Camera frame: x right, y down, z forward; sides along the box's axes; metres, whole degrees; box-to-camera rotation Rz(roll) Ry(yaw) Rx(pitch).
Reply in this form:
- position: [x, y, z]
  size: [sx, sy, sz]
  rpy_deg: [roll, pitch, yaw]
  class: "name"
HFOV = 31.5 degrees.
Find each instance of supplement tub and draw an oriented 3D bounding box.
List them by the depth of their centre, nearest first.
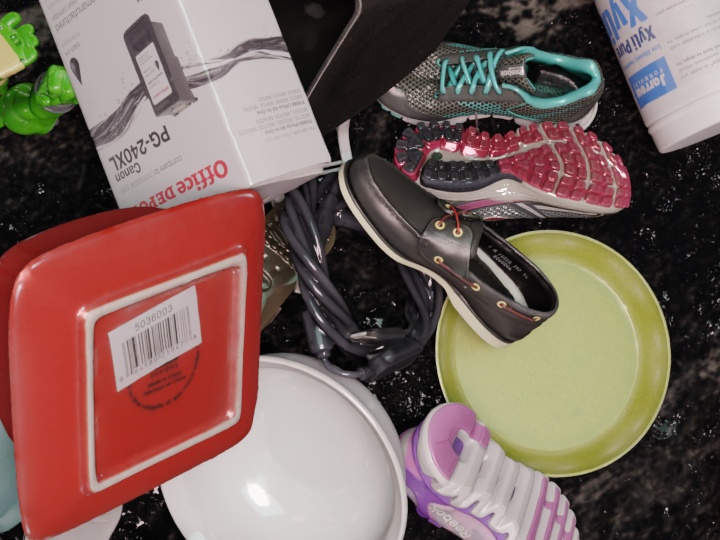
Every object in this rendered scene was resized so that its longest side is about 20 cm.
- position: [0.268, -0.214, 1.057]
  size: [0.131, 0.132, 0.201]
  rpy_deg: [-20, 85, -11]
  class: "supplement tub"

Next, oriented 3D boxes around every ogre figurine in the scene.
- position: [-0.307, -0.141, 0.967]
  size: [0.199, 0.120, 0.099]
  rpy_deg: [-12, 80, -11]
  class: "ogre figurine"

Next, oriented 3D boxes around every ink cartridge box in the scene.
- position: [-0.126, -0.135, 0.894]
  size: [0.083, 0.145, 0.201]
  rpy_deg: [-21, 89, -46]
  class: "ink cartridge box"

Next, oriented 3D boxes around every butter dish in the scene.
- position: [-0.171, 0.038, 0.834]
  size: [0.199, 0.147, 0.201]
  rpy_deg: [-22, 128, -43]
  class: "butter dish"

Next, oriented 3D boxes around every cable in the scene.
- position: [0.000, 0.000, 0.974]
  size: [0.051, 0.200, 0.164]
  rpy_deg: [-28, 86, 29]
  class: "cable"

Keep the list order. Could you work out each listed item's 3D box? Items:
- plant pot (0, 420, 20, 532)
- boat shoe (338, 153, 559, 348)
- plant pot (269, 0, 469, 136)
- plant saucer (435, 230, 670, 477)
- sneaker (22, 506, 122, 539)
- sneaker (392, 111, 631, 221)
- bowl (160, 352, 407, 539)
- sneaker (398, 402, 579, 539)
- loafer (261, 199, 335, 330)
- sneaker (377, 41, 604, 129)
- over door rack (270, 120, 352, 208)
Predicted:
- position: [-0.287, 0.106, 0.914]
  size: [0.134, 0.200, 0.201]
  rpy_deg: [36, 77, -28]
  class: "plant pot"
- position: [0.069, -0.024, 0.979]
  size: [0.201, 0.063, 0.074]
  rpy_deg: [42, 40, -15]
  class: "boat shoe"
- position: [-0.018, -0.232, 0.944]
  size: [0.177, 0.200, 0.200]
  rpy_deg: [-23, 74, -32]
  class: "plant pot"
- position: [0.156, 0.068, 1.052]
  size: [0.198, 0.031, 0.202]
  rpy_deg: [1, 81, -8]
  class: "plant saucer"
- position: [-0.239, 0.222, 0.953]
  size: [0.073, 0.112, 0.201]
  rpy_deg: [26, 44, -29]
  class: "sneaker"
- position: [0.122, -0.075, 1.043]
  size: [0.198, 0.075, 0.081]
  rpy_deg: [6, 55, -3]
  class: "sneaker"
- position: [-0.045, 0.142, 0.961]
  size: [0.200, 0.090, 0.203]
  rpy_deg: [8, 112, 19]
  class: "bowl"
- position: [0.093, 0.185, 1.007]
  size: [0.200, 0.088, 0.081]
  rpy_deg: [46, 49, -21]
  class: "sneaker"
- position: [-0.099, 0.025, 1.001]
  size: [0.200, 0.067, 0.076]
  rpy_deg: [-40, 87, -13]
  class: "loafer"
- position: [0.109, -0.159, 1.046]
  size: [0.198, 0.091, 0.078]
  rpy_deg: [2, 81, -8]
  class: "sneaker"
- position: [-0.087, -0.146, 1.028]
  size: [0.147, 0.067, 0.202]
  rpy_deg: [-12, 84, -11]
  class: "over door rack"
